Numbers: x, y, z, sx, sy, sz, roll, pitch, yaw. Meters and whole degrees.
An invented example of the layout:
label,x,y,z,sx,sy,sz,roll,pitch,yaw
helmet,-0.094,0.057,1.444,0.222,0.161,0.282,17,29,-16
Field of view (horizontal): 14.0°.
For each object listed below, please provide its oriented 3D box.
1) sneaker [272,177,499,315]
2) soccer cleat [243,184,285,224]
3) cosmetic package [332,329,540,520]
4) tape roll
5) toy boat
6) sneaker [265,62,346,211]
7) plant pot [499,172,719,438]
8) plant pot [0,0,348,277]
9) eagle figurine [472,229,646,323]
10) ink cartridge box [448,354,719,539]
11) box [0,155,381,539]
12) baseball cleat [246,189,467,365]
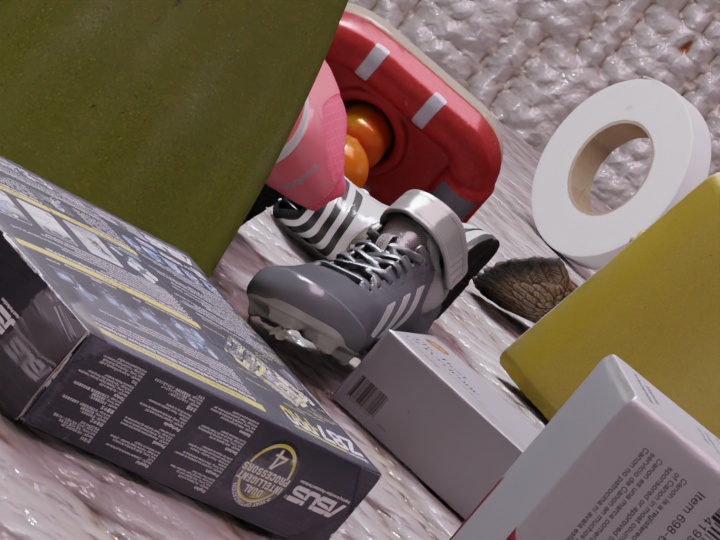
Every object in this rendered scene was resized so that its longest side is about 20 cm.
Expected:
label,x,y,z,sx,sy,sz,roll,pitch,yaw
sneaker,0.015,-0.031,1.872,0.115,0.076,0.200,44,11,14
soccer cleat,-0.080,-0.065,1.618,0.073,0.068,0.200,57,14,7
cosmetic package,0.083,0.112,1.484,0.200,0.051,0.083,42,7,15
tape roll,0.261,-0.097,2.939,0.037,0.203,0.203,34,10,-40
toy boat,-0.006,-0.091,2.050,0.200,0.131,0.131,40,37,0
sneaker,-0.049,-0.102,1.583,0.087,0.074,0.200,49,19,-34
plant pot,0.250,0.089,1.943,0.200,0.200,0.176,30,24,-51
plant pot,-0.090,-0.120,1.420,0.187,0.200,0.187,39,8,-7
eagle figurine,0.185,0.036,2.235,0.152,0.151,0.200,-3,15,37
ink cartridge box,0.130,0.153,1.122,0.200,0.144,0.084,39,8,-7
box,-0.098,0.022,1.146,0.161,0.049,0.200,44,8,37
baseball cleat,0.000,0.000,1.520,0.070,0.106,0.200,28,0,15
